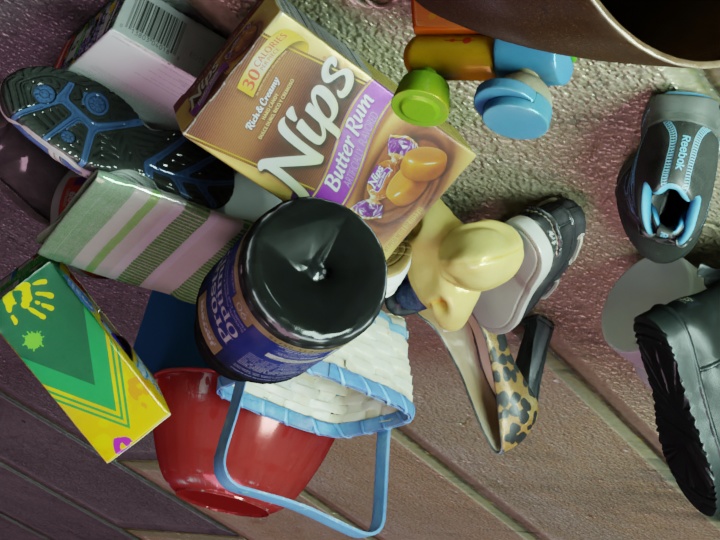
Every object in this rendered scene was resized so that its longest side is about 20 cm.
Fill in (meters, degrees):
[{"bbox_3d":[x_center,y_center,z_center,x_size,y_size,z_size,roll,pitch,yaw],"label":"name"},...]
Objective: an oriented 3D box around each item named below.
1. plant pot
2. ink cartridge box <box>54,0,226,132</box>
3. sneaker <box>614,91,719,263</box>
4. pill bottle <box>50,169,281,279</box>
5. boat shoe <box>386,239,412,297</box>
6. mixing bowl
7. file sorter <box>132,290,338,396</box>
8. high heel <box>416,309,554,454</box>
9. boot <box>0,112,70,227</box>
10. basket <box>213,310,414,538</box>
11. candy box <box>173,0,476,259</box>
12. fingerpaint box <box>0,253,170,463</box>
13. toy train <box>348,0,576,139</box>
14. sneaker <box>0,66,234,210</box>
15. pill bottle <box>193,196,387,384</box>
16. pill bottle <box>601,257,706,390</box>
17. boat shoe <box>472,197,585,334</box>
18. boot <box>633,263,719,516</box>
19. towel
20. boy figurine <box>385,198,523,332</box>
[{"bbox_3d":[0.107,-0.192,0.730,0.187,0.187,0.200,32,166,-28],"label":"plant pot"},{"bbox_3d":[-0.189,-0.151,1.119,0.109,0.050,0.200,29,153,-25],"label":"ink cartridge box"},{"bbox_3d":[0.222,-0.049,1.023,0.073,0.082,0.200,9,155,13],"label":"sneaker"},{"bbox_3d":[-0.172,-0.048,1.242,0.200,0.112,0.111,-1,149,34],"label":"pill bottle"},{"bbox_3d":[0.000,0.000,1.163,0.071,0.069,0.200,7,-166,-7],"label":"boat shoe"},{"bbox_3d":[-0.125,0.179,1.367,0.200,0.109,0.200,12,159,5],"label":"mixing bowl"},{"bbox_3d":[-0.119,0.071,1.421,0.200,0.139,0.123,-6,149,40],"label":"file sorter"},{"bbox_3d":[0.088,0.078,1.292,0.200,0.143,0.071,26,154,-17],"label":"high heel"},{"bbox_3d":[-0.358,-0.111,1.303,0.181,0.073,0.200,3,158,32],"label":"boot"},{"bbox_3d":[-0.038,0.121,1.224,0.176,0.200,0.139,29,143,-32],"label":"basket"},{"bbox_3d":[-0.025,-0.103,1.031,0.200,0.056,0.117,33,106,-28],"label":"candy box"},{"bbox_3d":[-0.253,0.068,1.237,0.167,0.073,0.200,54,173,-11],"label":"fingerpaint box"},{"bbox_3d":[0.045,-0.145,0.903,0.200,0.116,0.085,4,151,25],"label":"toy train"},{"bbox_3d":[-0.201,-0.091,1.097,0.200,0.076,0.077,30,148,-25],"label":"sneaker"},{"bbox_3d":[-0.063,0.025,1.054,0.112,0.112,0.200,24,157,-13],"label":"pill bottle"},{"bbox_3d":[0.305,0.072,1.178,0.200,0.113,0.113,33,151,-29],"label":"pill bottle"},{"bbox_3d":[0.139,-0.005,1.190,0.074,0.060,0.200,54,159,16],"label":"boat shoe"},{"bbox_3d":[0.308,0.077,1.080,0.073,0.162,0.199,30,142,64],"label":"boot"},{"bbox_3d":[-0.150,-0.020,1.135,0.200,0.023,0.153,18,149,-26],"label":"towel"},{"bbox_3d":[0.070,-0.011,1.166,0.064,0.125,0.200,-13,176,-21],"label":"boy figurine"}]
